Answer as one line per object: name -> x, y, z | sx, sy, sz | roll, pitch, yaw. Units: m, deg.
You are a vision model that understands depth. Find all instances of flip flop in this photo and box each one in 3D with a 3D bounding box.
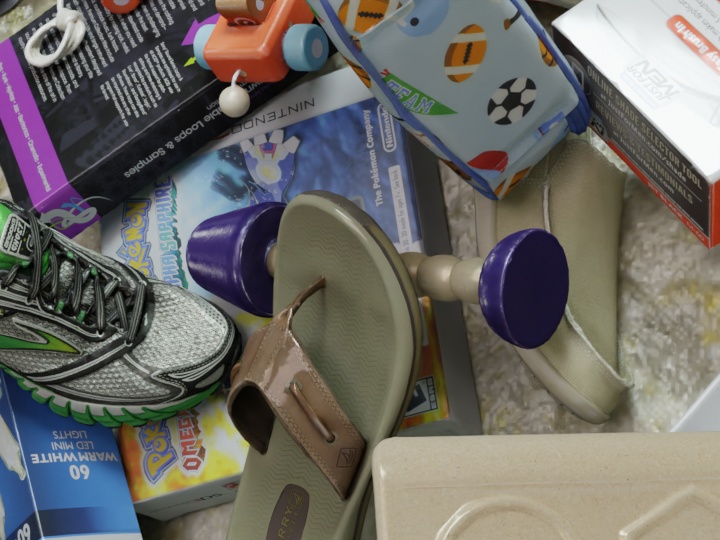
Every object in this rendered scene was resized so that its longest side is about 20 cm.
flip flop -> -0.029, 0.065, 0.756 | 0.081, 0.057, 0.201 | 25, 109, 34

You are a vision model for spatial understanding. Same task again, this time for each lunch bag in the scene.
lunch bag -> 0.011, -0.130, 0.752 | 0.075, 0.200, 0.160 | -38, 48, 4

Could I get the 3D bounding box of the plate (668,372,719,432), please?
plate -> 0.199, 0.138, 0.734 | 0.200, 0.032, 0.200 | -48, 61, 3

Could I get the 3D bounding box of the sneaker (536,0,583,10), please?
sneaker -> 0.065, -0.168, 0.866 | 0.199, 0.093, 0.071 | 8, 76, 27

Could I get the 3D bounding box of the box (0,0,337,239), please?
box -> -0.110, -0.116, 0.934 | 0.200, 0.036, 0.143 | -35, 46, 5

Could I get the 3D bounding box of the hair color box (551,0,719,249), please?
hair color box -> 0.197, -0.114, 0.773 | 0.200, 0.064, 0.111 | -34, 61, -9

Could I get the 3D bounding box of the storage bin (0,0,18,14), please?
storage bin -> -0.300, -0.249, 1.044 | 0.145, 0.134, 0.201 | -20, 65, 18

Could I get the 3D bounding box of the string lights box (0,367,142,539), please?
string lights box -> -0.175, 0.095, 0.891 | 0.103, 0.059, 0.200 | -44, 55, 39

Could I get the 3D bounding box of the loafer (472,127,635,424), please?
loafer -> 0.093, -0.026, 0.815 | 0.068, 0.076, 0.201 | -26, 63, 22

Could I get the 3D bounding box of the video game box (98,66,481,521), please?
video game box -> -0.043, 0.009, 0.887 | 0.182, 0.047, 0.201 | -18, 66, 22

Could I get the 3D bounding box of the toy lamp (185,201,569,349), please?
toy lamp -> 0.000, 0.000, 0.796 | 0.200, 0.058, 0.058 | 8, 76, 40

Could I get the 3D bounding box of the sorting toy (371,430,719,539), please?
sorting toy -> 0.100, 0.160, 0.692 | 0.184, 0.037, 0.201 | 0, 64, -10

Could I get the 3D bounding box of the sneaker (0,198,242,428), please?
sneaker -> -0.153, 0.015, 0.826 | 0.199, 0.085, 0.078 | 15, 57, -7

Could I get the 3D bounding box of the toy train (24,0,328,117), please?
toy train -> -0.093, -0.156, 0.891 | 0.200, 0.056, 0.151 | 9, 61, 35
